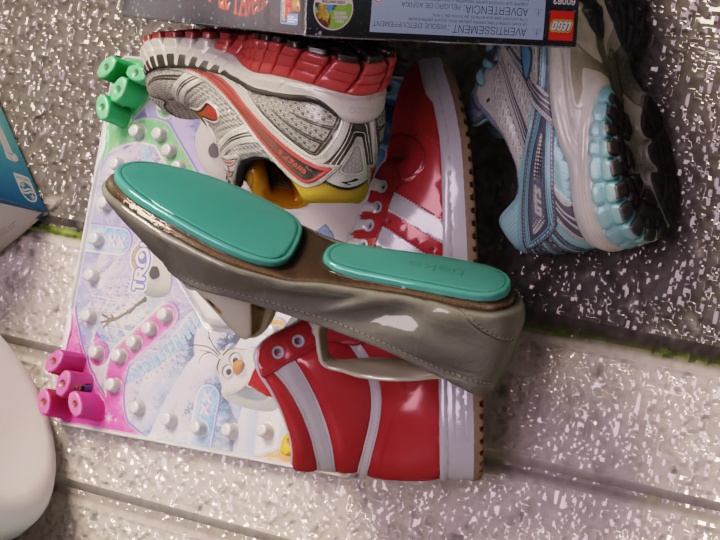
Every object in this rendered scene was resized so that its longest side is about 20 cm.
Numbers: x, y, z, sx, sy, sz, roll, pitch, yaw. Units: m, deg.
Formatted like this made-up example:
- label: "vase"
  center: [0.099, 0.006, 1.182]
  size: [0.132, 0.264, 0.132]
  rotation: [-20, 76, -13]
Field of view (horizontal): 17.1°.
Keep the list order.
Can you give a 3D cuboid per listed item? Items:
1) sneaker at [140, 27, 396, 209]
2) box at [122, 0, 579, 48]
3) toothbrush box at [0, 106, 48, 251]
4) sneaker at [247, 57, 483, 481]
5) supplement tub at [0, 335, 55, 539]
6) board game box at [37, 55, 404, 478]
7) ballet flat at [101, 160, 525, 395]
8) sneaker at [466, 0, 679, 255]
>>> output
- label: "sneaker"
  center: [-0.052, -0.073, 1.138]
  size: [0.200, 0.077, 0.083]
  rotation: [-162, 74, -63]
- label: "box"
  center: [-0.010, -0.128, 1.099]
  size: [0.200, 0.136, 0.038]
  rotation: [16, 105, 61]
- label: "toothbrush box"
  center: [-0.283, -0.078, 1.337]
  size: [0.146, 0.085, 0.201]
  rotation: [-36, 63, 21]
- label: "sneaker"
  center: [0.000, 0.000, 1.131]
  size: [0.111, 0.071, 0.202]
  rotation: [-2, 82, 2]
- label: "supplement tub"
  center: [-0.276, 0.114, 1.260]
  size: [0.199, 0.145, 0.146]
  rotation: [-32, 66, 23]
- label: "board game box"
  center: [-0.070, -0.008, 1.227]
  size: [0.199, 0.026, 0.202]
  rotation: [7, 85, 32]
- label: "ballet flat"
  center: [-0.027, 0.010, 1.067]
  size: [0.199, 0.067, 0.064]
  rotation: [17, 115, 7]
- label: "sneaker"
  center: [0.084, -0.103, 1.120]
  size: [0.086, 0.077, 0.202]
  rotation: [-16, 73, 32]
